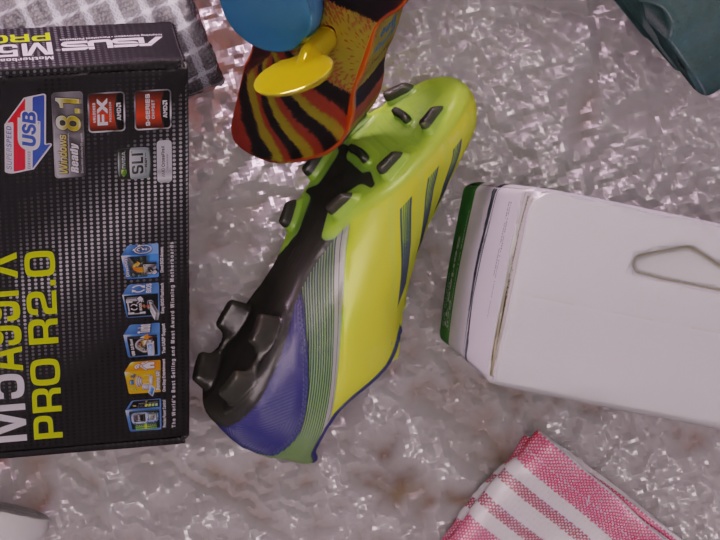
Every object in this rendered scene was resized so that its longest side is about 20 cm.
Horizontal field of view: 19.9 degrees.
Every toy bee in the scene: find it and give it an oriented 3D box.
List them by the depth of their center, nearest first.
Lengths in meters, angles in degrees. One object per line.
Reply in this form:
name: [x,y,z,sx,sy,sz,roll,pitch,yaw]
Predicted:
toy bee: [-0.006,-0.123,0.900,0.108,0.200,0.131,19,62,18]

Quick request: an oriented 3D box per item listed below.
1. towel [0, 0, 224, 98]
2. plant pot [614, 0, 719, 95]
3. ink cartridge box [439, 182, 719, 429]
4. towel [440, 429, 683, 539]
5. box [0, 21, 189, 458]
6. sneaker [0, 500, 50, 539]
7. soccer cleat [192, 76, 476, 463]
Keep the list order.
towel: [-0.171,-0.148,0.940,0.165,0.086,0.201,-23,93,-2]
plant pot: [0.184,-0.194,0.913,0.196,0.200,0.200,-39,94,8]
ink cartridge box: [0.119,0.014,0.904,0.146,0.200,0.083,11,92,-3]
towel: [0.079,0.197,0.996,0.146,0.030,0.200,38,91,-3]
box: [-0.157,-0.009,0.914,0.159,0.044,0.201,-4,121,-12]
sneaker: [-0.255,0.149,0.955,0.199,0.074,0.116,13,89,-5]
soccer cleat: [-0.001,0.000,0.977,0.084,0.065,0.201,35,86,-33]
